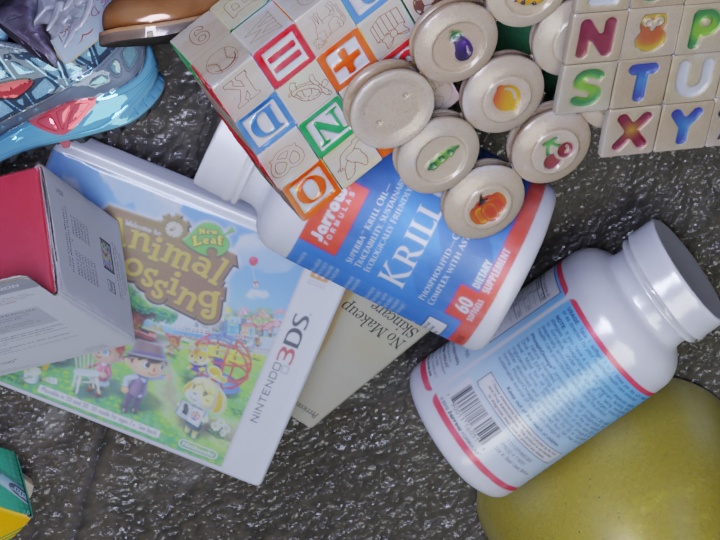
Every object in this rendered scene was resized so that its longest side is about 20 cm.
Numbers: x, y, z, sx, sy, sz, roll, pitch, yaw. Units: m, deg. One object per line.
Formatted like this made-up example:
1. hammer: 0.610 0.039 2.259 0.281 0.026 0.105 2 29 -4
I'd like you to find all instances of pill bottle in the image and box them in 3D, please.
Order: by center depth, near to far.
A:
1. pill bottle: 0.006 -0.043 1.647 0.199 0.112 0.113 25 124 -3
2. pill bottle: 0.139 0.056 1.855 0.199 0.109 0.109 -35 133 16

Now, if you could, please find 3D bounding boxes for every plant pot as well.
1. plant pot: 0.196 0.196 1.980 0.198 0.142 0.201 -9 134 -10

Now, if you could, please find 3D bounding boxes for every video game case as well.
1. video game case: -0.123 0.026 1.733 0.199 0.022 0.183 22 119 -4

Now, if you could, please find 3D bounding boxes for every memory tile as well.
1. memory tile: 0.098 -0.113 1.534 0.200 0.017 0.153 -40 131 7

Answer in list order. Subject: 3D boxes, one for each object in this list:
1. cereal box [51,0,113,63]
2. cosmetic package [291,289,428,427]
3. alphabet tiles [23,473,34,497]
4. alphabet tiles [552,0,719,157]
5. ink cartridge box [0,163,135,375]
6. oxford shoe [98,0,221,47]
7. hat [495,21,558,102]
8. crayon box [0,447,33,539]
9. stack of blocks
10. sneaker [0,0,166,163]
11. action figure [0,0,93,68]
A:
1. cereal box: -0.156 -0.228 1.514 0.144 0.040 0.200 -39 135 -11
2. cosmetic package: 0.000 0.000 1.782 0.200 0.071 0.105 -41 130 20
3. alphabet tiles: -0.325 0.167 1.854 0.195 0.015 0.200 -32 139 13
4. alphabet tiles: 0.192 -0.149 1.527 0.165 0.006 0.201 -6 129 -18
5. ink cartridge box: -0.255 0.009 1.622 0.198 0.085 0.176 -14 163 11
6. oxford shoe: -0.062 -0.174 1.565 0.199 0.071 0.072 -21 97 -19
7. hat: 0.059 -0.187 1.620 0.175 0.166 0.201 23 86 1
8. crayon box: -0.323 0.146 1.772 0.199 0.058 0.119 24 123 -41
9. stack of blocks: 0.009 -0.137 1.532 0.200 0.059 0.115 -39 132 -4
10. sneaker: -0.219 -0.114 1.618 0.199 0.079 0.096 -19 117 -6
11. action figure: -0.127 -0.208 1.474 0.200 0.069 0.130 -48 127 -8
